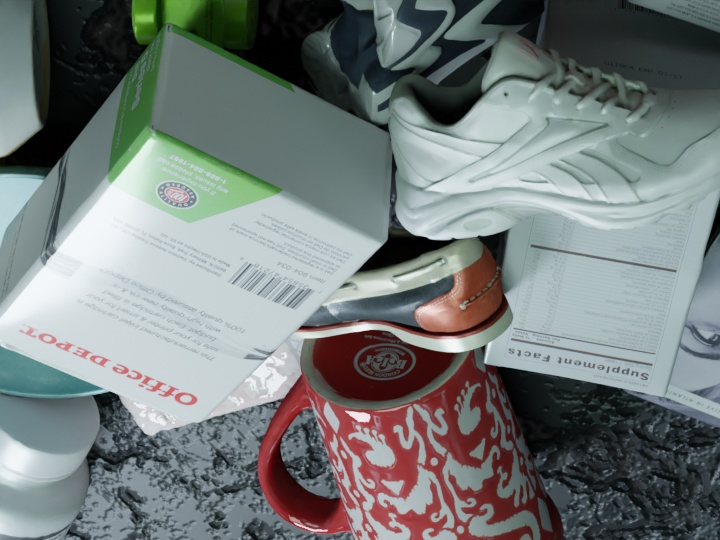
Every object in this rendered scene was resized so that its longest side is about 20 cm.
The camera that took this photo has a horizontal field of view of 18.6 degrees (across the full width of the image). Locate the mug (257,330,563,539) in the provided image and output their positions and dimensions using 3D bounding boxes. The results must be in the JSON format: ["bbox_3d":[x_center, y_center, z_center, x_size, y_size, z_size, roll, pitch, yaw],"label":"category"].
[{"bbox_3d":[0.021,0.118,1.337,0.176,0.134,0.201,-18,133,2],"label":"mug"}]

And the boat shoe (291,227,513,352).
[{"bbox_3d":[0.000,0.000,1.249,0.199,0.071,0.063,8,132,45],"label":"boat shoe"}]

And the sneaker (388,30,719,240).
[{"bbox_3d":[0.102,-0.075,1.109,0.198,0.078,0.100,-8,119,16],"label":"sneaker"}]

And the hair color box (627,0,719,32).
[{"bbox_3d":[0.217,-0.218,1.129,0.098,0.061,0.201,18,128,-4],"label":"hair color box"}]

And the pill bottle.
[{"bbox_3d":[-0.244,0.152,1.446,0.110,0.111,0.201,26,126,-10],"label":"pill bottle"}]

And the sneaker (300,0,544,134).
[{"bbox_3d":[0.044,-0.137,1.206,0.129,0.080,0.199,-24,160,-17],"label":"sneaker"}]

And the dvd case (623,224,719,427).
[{"bbox_3d":[0.264,0.028,1.305,0.148,0.016,0.201,21,130,-7],"label":"dvd case"}]

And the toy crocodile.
[{"bbox_3d":[-0.088,-0.111,1.248,0.067,0.062,0.202,-1,105,8],"label":"toy crocodile"}]

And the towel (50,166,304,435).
[{"bbox_3d":[-0.096,0.006,1.364,0.190,0.032,0.201,-15,122,19],"label":"towel"}]

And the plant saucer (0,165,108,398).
[{"bbox_3d":[-0.195,0.001,1.314,0.198,0.036,0.201,1,139,1],"label":"plant saucer"}]

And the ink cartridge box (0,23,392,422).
[{"bbox_3d":[-0.096,-0.019,1.196,0.145,0.085,0.200,25,136,-23],"label":"ink cartridge box"}]

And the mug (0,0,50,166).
[{"bbox_3d":[-0.254,-0.122,1.252,0.152,0.187,0.151,-1,94,-1],"label":"mug"}]

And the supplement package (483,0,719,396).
[{"bbox_3d":[0.140,-0.047,1.236,0.113,0.110,0.201,11,127,2],"label":"supplement package"}]
